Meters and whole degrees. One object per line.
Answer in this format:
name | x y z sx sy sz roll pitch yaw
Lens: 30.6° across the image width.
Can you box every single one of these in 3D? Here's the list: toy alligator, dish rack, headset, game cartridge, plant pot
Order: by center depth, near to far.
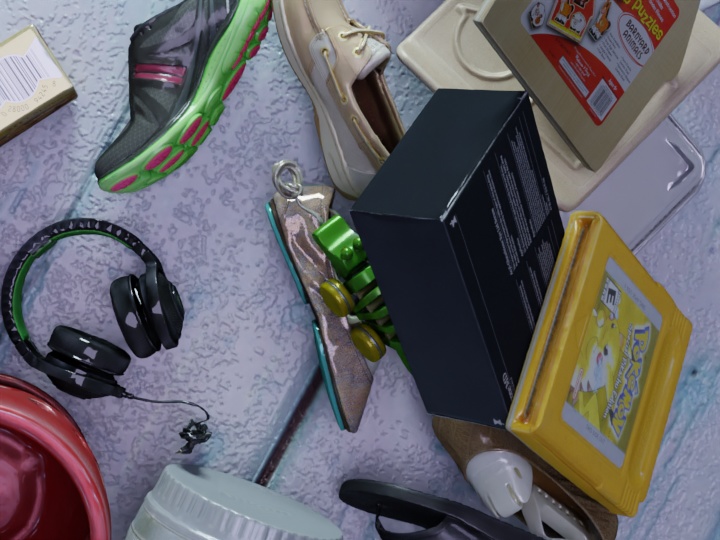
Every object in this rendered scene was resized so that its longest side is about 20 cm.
plant pot | -0.276 0.174 0.926 0.199 0.182 0.202 -1 93 -11
toy alligator | 0.000 0.000 0.975 0.059 0.054 0.200 -37 98 -18
headset | -0.183 0.053 1.006 0.123 0.094 0.200 -39 84 -2
game cartridge | 0.191 0.078 1.008 0.200 0.032 0.177 39 65 -45
dish rack | 0.179 -0.096 1.067 0.172 0.044 0.200 -44 99 -5

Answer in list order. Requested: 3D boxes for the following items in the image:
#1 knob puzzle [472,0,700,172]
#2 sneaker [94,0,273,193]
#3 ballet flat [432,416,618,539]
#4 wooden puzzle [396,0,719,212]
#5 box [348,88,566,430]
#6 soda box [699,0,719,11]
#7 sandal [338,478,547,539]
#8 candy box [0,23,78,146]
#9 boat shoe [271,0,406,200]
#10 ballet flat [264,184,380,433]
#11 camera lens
knob puzzle | 0.174 -0.200 0.926 0.219 0.030 0.221 -16 118 -33
sneaker | -0.143 -0.146 0.996 0.084 0.077 0.201 32 85 8
ballet flat | 0.134 0.179 1.041 0.068 0.073 0.200 -34 118 28
wooden puzzle | 0.156 -0.167 1.017 0.200 0.046 0.185 -44 80 -10
box | 0.082 -0.007 0.936 0.141 0.079 0.201 -57 140 -38
soda box | 0.240 -0.304 1.054 0.068 0.064 0.201 -26 97 -7
sandal | 0.071 0.211 1.021 0.200 0.075 0.048 18 65 13
candy box | -0.300 -0.096 0.938 0.200 0.115 0.055 -33 98 -7
boat shoe | -0.007 -0.155 1.002 0.069 0.074 0.201 -11 107 32
ballet flat | -0.014 0.027 1.023 0.067 0.068 0.201 -18 98 -1
camera lens | -0.114 0.264 0.974 0.159 0.160 0.201 21 90 -11
